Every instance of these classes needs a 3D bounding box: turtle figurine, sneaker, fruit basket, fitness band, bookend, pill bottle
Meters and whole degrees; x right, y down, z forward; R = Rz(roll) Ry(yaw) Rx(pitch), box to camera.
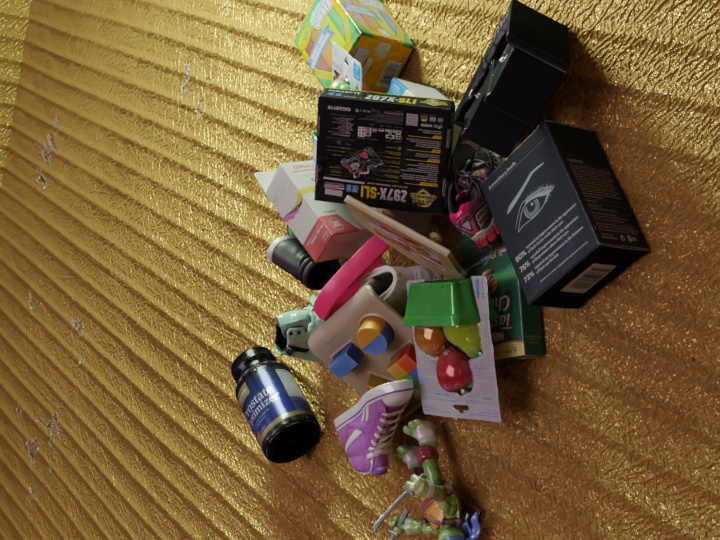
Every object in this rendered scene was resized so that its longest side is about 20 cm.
[{"bbox_3d":[0.070,0.329,1.679,0.197,0.145,0.196,-19,45,9],"label":"turtle figurine"},{"bbox_3d":[0.026,0.042,1.810,0.200,0.114,0.075,-39,59,44],"label":"sneaker"},{"bbox_3d":[-0.078,0.069,1.942,0.074,0.117,0.203,45,120,46],"label":"sneaker"},{"bbox_3d":[0.137,0.110,1.629,0.184,0.093,0.204,-5,98,57],"label":"fruit basket"},{"bbox_3d":[-0.053,-0.015,1.867,0.099,0.198,0.072,41,121,30],"label":"sneaker"},{"bbox_3d":[0.000,0.000,1.812,0.037,0.200,0.144,43,168,6],"label":"fitness band"},{"bbox_3d":[-0.029,-0.235,1.754,0.186,0.092,0.203,-124,27,-63],"label":"fruit basket"},{"bbox_3d":[0.162,-0.126,1.649,0.081,0.074,0.202,-42,32,29],"label":"sneaker"},{"bbox_3d":[0.198,-0.240,1.548,0.199,0.091,0.202,-71,7,-62],"label":"bookend"},{"bbox_3d":[-0.158,0.236,2.036,0.201,0.110,0.113,55,128,39],"label":"pill bottle"},{"bbox_3d":[0.037,0.246,1.739,0.201,0.072,0.116,-48,55,51],"label":"sneaker"}]

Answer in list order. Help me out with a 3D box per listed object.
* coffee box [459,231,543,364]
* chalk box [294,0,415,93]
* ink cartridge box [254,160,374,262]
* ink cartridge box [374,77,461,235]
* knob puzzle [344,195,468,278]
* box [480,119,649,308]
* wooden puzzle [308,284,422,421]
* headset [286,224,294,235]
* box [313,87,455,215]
[{"bbox_3d":[0.201,0.031,1.637,0.122,0.043,0.204,-14,75,52],"label":"coffee box"},{"bbox_3d":[-0.021,-0.392,1.908,0.125,0.122,0.201,-59,45,30],"label":"chalk box"},{"bbox_3d":[-0.072,-0.113,1.837,0.201,0.115,0.068,52,129,24],"label":"ink cartridge box"},{"bbox_3d":[0.075,-0.178,1.768,0.146,0.083,0.203,-125,49,-61],"label":"ink cartridge box"},{"bbox_3d":[0.077,-0.046,1.671,0.218,0.219,0.031,23,80,51],"label":"knob puzzle"},{"bbox_3d":[0.267,-0.073,1.512,0.148,0.103,0.203,-44,53,41],"label":"box"},{"bbox_3d":[0.027,0.142,1.768,0.200,0.046,0.185,44,133,-5],"label":"wooden puzzle"},{"bbox_3d":[-0.061,-0.103,1.956,0.198,0.093,0.126,-26,66,35],"label":"headset"},{"bbox_3d":[0.033,-0.173,1.649,0.049,0.196,0.162,-66,-19,-64],"label":"box"}]
